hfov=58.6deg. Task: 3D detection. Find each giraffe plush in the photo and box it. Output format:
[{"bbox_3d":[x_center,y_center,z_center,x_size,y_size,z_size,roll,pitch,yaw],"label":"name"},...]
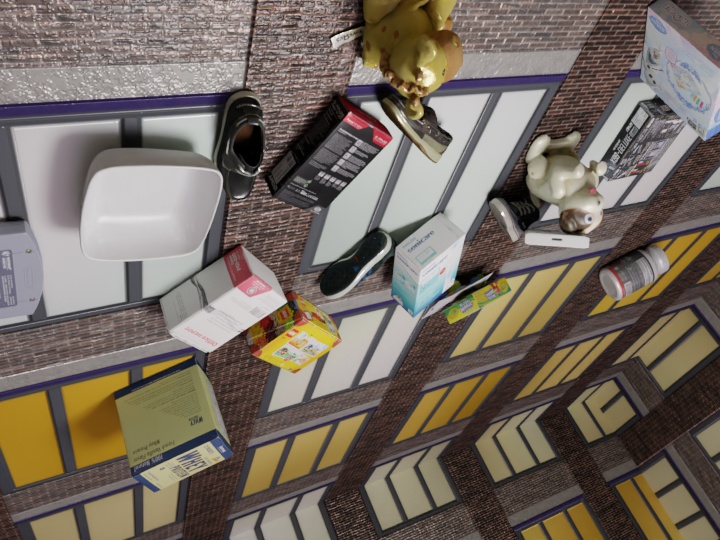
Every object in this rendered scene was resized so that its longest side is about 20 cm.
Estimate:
[{"bbox_3d":[0.075,-0.316,0.889,0.198,0.164,0.172,-33,150,9],"label":"giraffe plush"}]

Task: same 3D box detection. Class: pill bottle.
[{"bbox_3d":[0.898,0.004,2.105,0.197,0.117,0.116,-27,150,-3],"label":"pill bottle"}]

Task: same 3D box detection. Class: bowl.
[{"bbox_3d":[-0.322,-0.106,0.965,0.196,0.075,0.201,-6,143,-35],"label":"bowl"}]

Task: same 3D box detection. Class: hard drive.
[{"bbox_3d":[0.433,-0.072,1.425,0.129,0.027,0.200,5,-172,15],"label":"hard drive"}]

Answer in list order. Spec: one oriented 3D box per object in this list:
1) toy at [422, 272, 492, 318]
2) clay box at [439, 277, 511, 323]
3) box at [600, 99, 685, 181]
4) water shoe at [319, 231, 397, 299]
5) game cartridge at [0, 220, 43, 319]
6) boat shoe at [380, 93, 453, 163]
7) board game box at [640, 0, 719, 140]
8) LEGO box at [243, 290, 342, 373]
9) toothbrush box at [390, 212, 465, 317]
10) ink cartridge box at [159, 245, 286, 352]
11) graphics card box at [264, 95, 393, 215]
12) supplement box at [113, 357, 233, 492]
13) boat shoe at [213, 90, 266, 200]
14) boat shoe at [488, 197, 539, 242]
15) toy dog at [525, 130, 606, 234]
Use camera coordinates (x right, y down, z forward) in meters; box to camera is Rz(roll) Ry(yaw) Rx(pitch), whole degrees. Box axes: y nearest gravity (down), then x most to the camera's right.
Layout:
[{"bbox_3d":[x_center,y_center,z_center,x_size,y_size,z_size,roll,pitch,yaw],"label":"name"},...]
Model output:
[{"bbox_3d":[0.249,0.053,1.699,0.197,0.048,0.116,-21,161,-29],"label":"toy"},{"bbox_3d":[0.309,0.084,1.728,0.198,0.048,0.114,-22,170,-45],"label":"clay box"},{"bbox_3d":[0.672,-0.309,1.512,0.155,0.050,0.202,-14,147,-24],"label":"box"},{"bbox_3d":[0.000,0.000,1.395,0.199,0.072,0.078,-39,150,17],"label":"water shoe"},{"bbox_3d":[-0.554,0.003,0.975,0.130,0.041,0.202,-5,143,-29],"label":"game cartridge"},{"bbox_3d":[0.100,-0.256,1.105,0.065,0.073,0.199,-46,150,10],"label":"boat shoe"},{"bbox_3d":[0.613,-0.377,1.208,0.043,0.202,0.199,-31,151,4],"label":"board game box"},{"bbox_3d":[-0.154,0.148,1.481,0.147,0.078,0.200,-34,149,9],"label":"LEGO box"},{"bbox_3d":[0.150,-0.010,1.455,0.145,0.085,0.202,-37,153,-23],"label":"toothbrush box"},{"bbox_3d":[-0.266,0.060,1.251,0.198,0.086,0.146,-34,150,5],"label":"ink cartridge box"},{"bbox_3d":[-0.054,-0.188,1.087,0.200,0.051,0.124,-44,147,23],"label":"graphics card box"},{"bbox_3d":[-0.417,0.345,1.436,0.196,0.202,0.135,-23,150,-9],"label":"supplement box"},{"bbox_3d":[-0.183,-0.174,0.988,0.070,0.068,0.202,-14,148,-26],"label":"boat shoe"},{"bbox_3d":[0.363,-0.141,1.497,0.092,0.075,0.200,-40,157,7],"label":"boat shoe"},{"bbox_3d":[0.439,-0.170,1.375,0.137,0.202,0.195,-4,142,-34],"label":"toy dog"}]
